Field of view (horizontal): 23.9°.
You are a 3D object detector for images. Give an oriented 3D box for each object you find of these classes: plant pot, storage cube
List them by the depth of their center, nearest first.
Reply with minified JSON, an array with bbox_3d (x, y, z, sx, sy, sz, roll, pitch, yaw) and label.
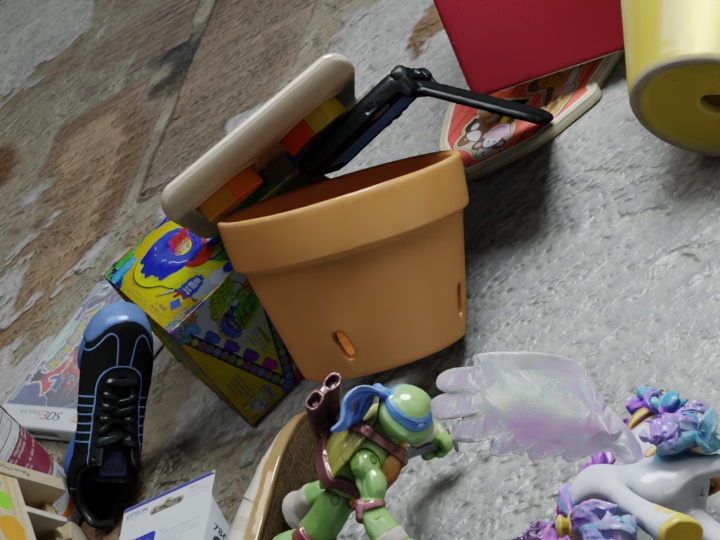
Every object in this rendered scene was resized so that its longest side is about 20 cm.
[{"bbox_3d":[0.281,-0.200,1.301,0.200,0.200,0.190,-12,54,42],"label":"plant pot"},{"bbox_3d":[0.000,0.000,1.340,0.198,0.141,0.200,-15,8,2],"label":"plant pot"},{"bbox_3d":[0.160,-0.290,1.530,0.199,0.181,0.171,-16,25,20],"label":"storage cube"}]

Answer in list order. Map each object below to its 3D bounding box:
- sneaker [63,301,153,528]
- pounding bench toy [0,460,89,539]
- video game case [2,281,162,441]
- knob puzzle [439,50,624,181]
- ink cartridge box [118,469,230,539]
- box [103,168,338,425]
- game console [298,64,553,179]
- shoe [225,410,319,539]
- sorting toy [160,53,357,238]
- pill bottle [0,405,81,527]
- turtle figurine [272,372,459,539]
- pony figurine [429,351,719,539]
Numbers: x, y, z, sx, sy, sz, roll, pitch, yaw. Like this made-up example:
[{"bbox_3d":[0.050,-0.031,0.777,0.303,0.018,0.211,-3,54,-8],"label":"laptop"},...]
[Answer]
[{"bbox_3d":[-0.212,0.128,1.467,0.078,0.070,0.201,-124,41,-52],"label":"sneaker"},{"bbox_3d":[-0.278,0.262,1.381,0.124,0.200,0.157,-40,54,18],"label":"pounding bench toy"},{"bbox_3d":[-0.271,0.088,1.731,0.182,0.023,0.201,-2,45,50],"label":"video game case"},{"bbox_3d":[0.143,-0.163,1.574,0.219,0.030,0.220,-30,29,19],"label":"knob puzzle"},{"bbox_3d":[-0.152,0.249,1.298,0.099,0.039,0.201,-26,32,24],"label":"ink cartridge box"},{"bbox_3d":[-0.099,0.004,1.532,0.193,0.122,0.200,-44,27,-9],"label":"box"},{"bbox_3d":[0.058,-0.109,1.427,0.176,0.117,0.200,-43,-2,10],"label":"game console"},{"bbox_3d":[-0.071,0.186,1.279,0.053,0.070,0.201,-14,37,35],"label":"shoe"},{"bbox_3d":[-0.072,-0.091,1.386,0.185,0.037,0.200,-40,-6,-1],"label":"sorting toy"},{"bbox_3d":[-0.348,0.172,1.508,0.114,0.200,0.115,-30,28,18],"label":"pill bottle"},{"bbox_3d":[0.026,0.168,1.181,0.194,0.199,0.145,-43,43,39],"label":"turtle figurine"},{"bbox_3d":[0.151,0.136,1.019,0.191,0.168,0.200,-9,21,-8],"label":"pony figurine"}]
